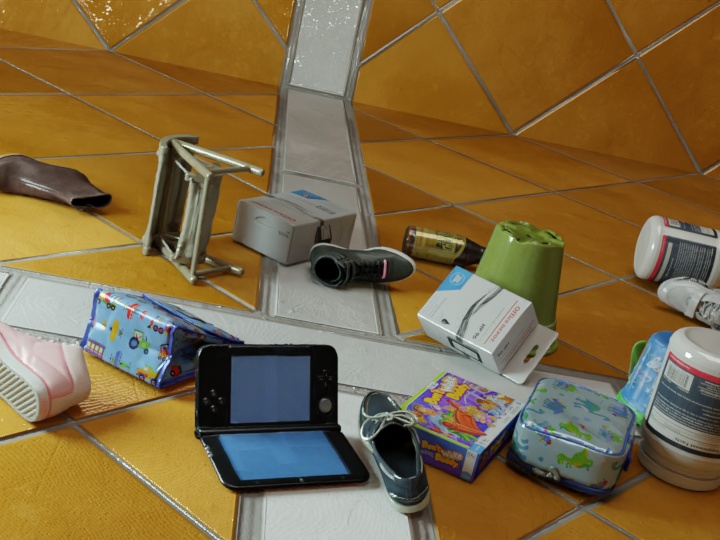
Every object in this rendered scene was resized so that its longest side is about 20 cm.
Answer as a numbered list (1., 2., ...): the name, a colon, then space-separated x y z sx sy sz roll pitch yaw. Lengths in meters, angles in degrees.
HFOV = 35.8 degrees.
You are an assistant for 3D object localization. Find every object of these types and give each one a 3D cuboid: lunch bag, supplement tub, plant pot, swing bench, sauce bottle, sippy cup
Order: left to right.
1. lunch bag: -0.269 0.093 1.585 0.150 0.095 0.200 22 9 26
2. swing bench: -0.292 -0.111 1.927 0.199 0.200 0.129 27 24 36
3. sauce bottle: 0.185 -0.044 2.252 0.199 0.066 0.066 10 20 -6
4. plant pot: 0.273 0.021 1.944 0.199 0.191 0.200 11 20 -4
5. lunch bag: 0.299 0.230 1.546 0.160 0.083 0.200 17 20 15
6. sippy cup: 0.488 0.172 1.756 0.177 0.131 0.139 27 24 32
7. supplement tub: 0.709 -0.031 2.418 0.199 0.141 0.140 14 19 1
8. supplement tub: 0.483 0.195 1.582 0.139 0.201 0.140 12 20 -4

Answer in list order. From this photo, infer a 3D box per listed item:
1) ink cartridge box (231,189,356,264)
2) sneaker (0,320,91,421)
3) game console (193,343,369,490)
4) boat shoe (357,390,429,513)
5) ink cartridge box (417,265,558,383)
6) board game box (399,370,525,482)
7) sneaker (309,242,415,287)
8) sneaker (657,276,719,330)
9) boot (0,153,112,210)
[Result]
1. ink cartridge box: -0.126 -0.086 2.139 0.145 0.084 0.200 25 23 30
2. sneaker: -0.419 0.114 1.413 0.200 0.076 0.104 35 33 32
3. game console: -0.097 0.178 1.394 0.199 0.174 0.118 2 -5 -29
4. boat shoe: 0.039 0.213 1.397 0.074 0.062 0.200 -8 36 -5
5. ink cartridge box: 0.208 0.087 1.818 0.199 0.068 0.116 27 68 35
6. board game box: 0.134 0.212 1.544 0.134 0.045 0.200 20 21 20
7. sneaker: 0.000 0.000 2.015 0.199 0.071 0.099 8 21 2
8. sneaker: 0.699 0.075 2.238 0.199 0.076 0.115 19 17 6
9. boot: -0.582 -0.160 2.065 0.166 0.073 0.199 26 20 38
